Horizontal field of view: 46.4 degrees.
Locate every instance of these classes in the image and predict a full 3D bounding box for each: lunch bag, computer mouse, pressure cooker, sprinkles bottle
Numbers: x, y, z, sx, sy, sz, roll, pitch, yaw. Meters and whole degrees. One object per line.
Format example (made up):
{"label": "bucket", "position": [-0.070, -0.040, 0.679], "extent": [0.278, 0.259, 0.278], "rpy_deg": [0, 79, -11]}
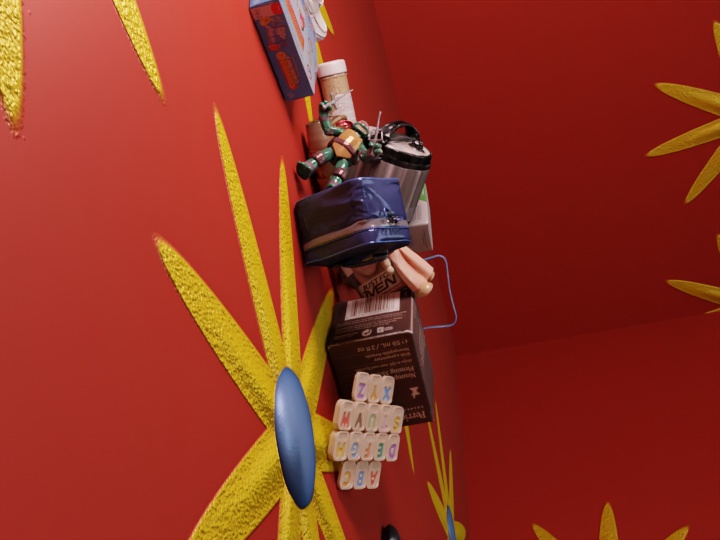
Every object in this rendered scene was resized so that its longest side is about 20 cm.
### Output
{"label": "lunch bag", "position": [-0.006, -0.073, 1.434], "extent": [0.134, 0.198, 0.136], "rpy_deg": [-5, 81, -46]}
{"label": "computer mouse", "position": [0.067, 0.605, 1.674], "extent": [0.059, 0.033, 0.203], "rpy_deg": [68, 16, -52]}
{"label": "pressure cooker", "position": [0.055, -0.206, 1.711], "extent": [0.177, 0.175, 0.204], "rpy_deg": [-111, -142, -63]}
{"label": "sprinkles bottle", "position": [-0.048, -0.367, 1.893], "extent": [0.068, 0.067, 0.205], "rpy_deg": [-60, 138, -75]}

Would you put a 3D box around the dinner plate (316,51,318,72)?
{"label": "dinner plate", "position": [-0.116, -0.477, 1.748], "extent": [0.200, 0.024, 0.205], "rpy_deg": [-9, 90, -80]}

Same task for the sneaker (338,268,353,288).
{"label": "sneaker", "position": [0.000, 0.000, 1.788], "extent": [0.200, 0.070, 0.074], "rpy_deg": [34, 52, -78]}

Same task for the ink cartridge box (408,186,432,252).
{"label": "ink cartridge box", "position": [0.055, -0.106, 1.851], "extent": [0.148, 0.195, 0.084], "rpy_deg": [-89, 168, -46]}

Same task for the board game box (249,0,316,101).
{"label": "board game box", "position": [-0.135, -0.449, 1.513], "extent": [0.202, 0.055, 0.199], "rpy_deg": [68, 15, -46]}

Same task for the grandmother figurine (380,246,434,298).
{"label": "grandmother figurine", "position": [0.059, -0.043, 1.570], "extent": [0.200, 0.060, 0.122], "rpy_deg": [45, 21, -18]}

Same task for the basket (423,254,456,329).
{"label": "basket", "position": [0.133, 0.064, 2.102], "extent": [0.139, 0.195, 0.181], "rpy_deg": [-30, 110, -79]}

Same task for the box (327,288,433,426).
{"label": "box", "position": [0.044, 0.171, 1.596], "extent": [0.165, 0.162, 0.204], "rpy_deg": [-82, 159, -63]}

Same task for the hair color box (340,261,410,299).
{"label": "hair color box", "position": [0.016, -0.019, 1.645], "extent": [0.202, 0.099, 0.061], "rpy_deg": [56, 17, -11]}

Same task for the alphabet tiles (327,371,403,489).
{"label": "alphabet tiles", "position": [0.014, 0.280, 1.458], "extent": [0.198, 0.014, 0.200], "rpy_deg": [18, 81, -53]}

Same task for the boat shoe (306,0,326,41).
{"label": "boat shoe", "position": [-0.105, -0.533, 1.653], "extent": [0.200, 0.064, 0.075], "rpy_deg": [46, 33, -54]}

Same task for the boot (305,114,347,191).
{"label": "boot", "position": [-0.062, -0.226, 1.689], "extent": [0.200, 0.072, 0.158], "rpy_deg": [-47, 128, -68]}

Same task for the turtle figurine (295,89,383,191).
{"label": "turtle figurine", "position": [-0.027, -0.230, 1.544], "extent": [0.202, 0.148, 0.101], "rpy_deg": [-56, 163, -25]}
